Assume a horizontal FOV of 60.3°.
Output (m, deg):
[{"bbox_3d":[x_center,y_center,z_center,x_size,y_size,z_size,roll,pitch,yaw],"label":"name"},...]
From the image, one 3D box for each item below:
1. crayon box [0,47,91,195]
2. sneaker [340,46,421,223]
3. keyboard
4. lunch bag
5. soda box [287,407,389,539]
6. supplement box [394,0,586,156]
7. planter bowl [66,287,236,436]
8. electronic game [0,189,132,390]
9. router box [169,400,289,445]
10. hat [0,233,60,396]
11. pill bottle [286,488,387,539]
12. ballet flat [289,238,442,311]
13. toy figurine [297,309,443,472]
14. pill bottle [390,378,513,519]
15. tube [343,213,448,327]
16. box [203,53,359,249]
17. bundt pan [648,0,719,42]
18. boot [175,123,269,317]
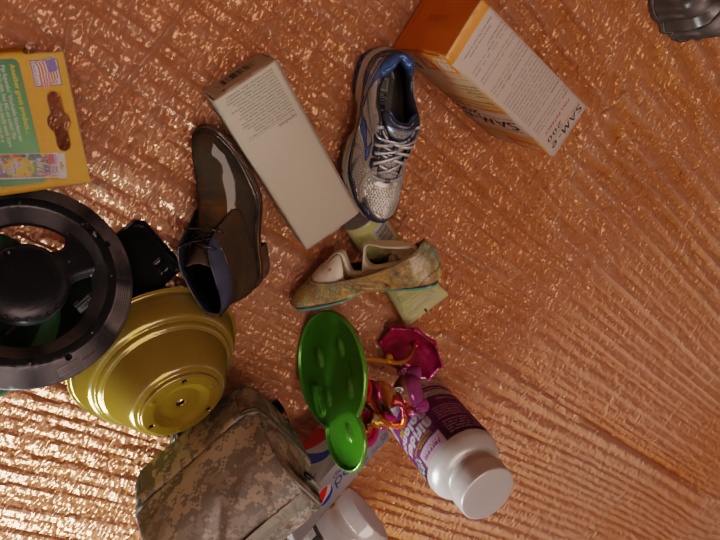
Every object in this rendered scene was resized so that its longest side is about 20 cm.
[{"bbox_3d":[-0.363,-0.131,0.565,0.198,0.052,0.127,-11,117,-20],"label":"crayon box"},{"bbox_3d":[0.027,-0.153,0.708,0.076,0.085,0.202,-5,103,-23],"label":"sneaker"},{"bbox_3d":[-0.290,0.042,0.699,0.200,0.040,0.104,-40,100,-3],"label":"keyboard"},{"bbox_3d":[-0.148,0.261,0.699,0.199,0.168,0.140,-39,116,-6],"label":"lunch bag"},{"bbox_3d":[-0.047,0.263,0.844,0.200,0.063,0.069,-43,139,-31],"label":"soda box"},{"bbox_3d":[0.151,-0.226,0.729,0.199,0.126,0.074,29,97,-32],"label":"supplement box"},{"bbox_3d":[-0.215,0.123,0.698,0.199,0.083,0.202,-25,138,-24],"label":"planter bowl"},{"bbox_3d":[-0.325,0.014,0.600,0.198,0.042,0.202,9,70,-26],"label":"electronic game"},{"bbox_3d":[-0.181,0.280,0.833,0.148,0.062,0.202,0,112,-25],"label":"router box"},{"bbox_3d":[-0.428,0.073,0.645,0.165,0.175,0.201,41,54,-19],"label":"hat"},{"bbox_3d":[-0.062,0.433,0.929,0.200,0.116,0.117,-43,124,-2],"label":"pill bottle"},{"bbox_3d":[0.000,0.000,0.763,0.198,0.071,0.071,-10,122,16],"label":"ballet flat"},{"bbox_3d":[0.037,0.147,0.828,0.183,0.202,0.150,-2,159,-37],"label":"toy figurine"},{"bbox_3d":[0.127,0.252,0.889,0.111,0.200,0.113,-10,117,-21],"label":"pill bottle"},{"bbox_3d":[0.046,-0.005,0.828,0.200,0.058,0.052,52,43,-36],"label":"tube"},{"bbox_3d":[-0.085,-0.130,0.692,0.082,0.068,0.201,-34,123,-8],"label":"box"},{"bbox_3d":[0.492,-0.414,0.841,0.200,0.076,0.204,-10,116,-21],"label":"bundt pan"},{"bbox_3d":[-0.154,-0.048,0.667,0.074,0.097,0.202,1,122,21],"label":"boot"}]
